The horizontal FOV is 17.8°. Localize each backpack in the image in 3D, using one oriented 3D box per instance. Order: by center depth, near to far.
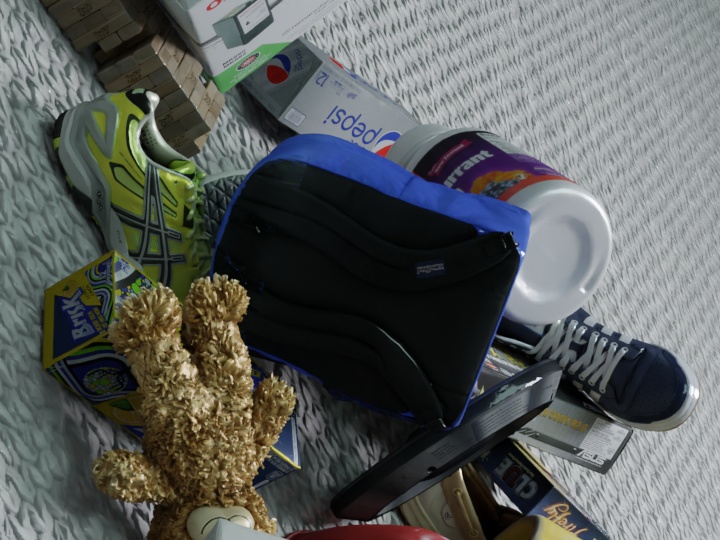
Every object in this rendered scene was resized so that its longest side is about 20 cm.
[{"bbox_3d":[0.000,0.000,1.587,0.199,0.163,0.168,20,14,0],"label":"backpack"}]

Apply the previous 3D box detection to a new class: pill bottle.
[{"bbox_3d":[0.095,-0.044,1.751,0.111,0.111,0.200,46,-5,-34],"label":"pill bottle"}]

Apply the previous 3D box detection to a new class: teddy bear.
[{"bbox_3d":[-0.100,0.101,1.436,0.145,0.067,0.201,11,84,-45],"label":"teddy bear"}]

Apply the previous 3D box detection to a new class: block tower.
[{"bbox_3d":[-0.175,-0.175,1.693,0.200,0.054,0.058,55,24,-20],"label":"block tower"}]

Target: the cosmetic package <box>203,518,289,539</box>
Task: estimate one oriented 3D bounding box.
[{"bbox_3d":[-0.019,0.237,1.400,0.199,0.108,0.085,21,48,-16],"label":"cosmetic package"}]

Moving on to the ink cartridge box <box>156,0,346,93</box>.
[{"bbox_3d":[-0.086,-0.231,1.721,0.084,0.146,0.200,52,-5,12],"label":"ink cartridge box"}]

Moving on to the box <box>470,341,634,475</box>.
[{"bbox_3d":[0.108,0.084,1.878,0.199,0.048,0.158,24,14,-37],"label":"box"}]

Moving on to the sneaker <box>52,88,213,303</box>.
[{"bbox_3d":[-0.137,-0.032,1.592,0.201,0.076,0.075,60,21,-12],"label":"sneaker"}]

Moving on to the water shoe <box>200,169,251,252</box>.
[{"bbox_3d":[-0.073,-0.043,1.759,0.199,0.079,0.072,-4,95,-40],"label":"water shoe"}]

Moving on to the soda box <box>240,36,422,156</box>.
[{"bbox_3d":[-0.015,-0.134,1.949,0.068,0.064,0.200,45,9,36],"label":"soda box"}]

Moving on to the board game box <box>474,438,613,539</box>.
[{"bbox_3d":[0.134,0.170,1.886,0.135,0.035,0.200,44,2,-37],"label":"board game box"}]

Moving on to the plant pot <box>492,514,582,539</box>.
[{"bbox_3d":[0.160,0.294,1.744,0.189,0.201,0.201,43,26,-5],"label":"plant pot"}]

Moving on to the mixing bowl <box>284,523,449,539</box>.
[{"bbox_3d":[0.033,0.256,1.603,0.200,0.108,0.201,45,29,-34],"label":"mixing bowl"}]

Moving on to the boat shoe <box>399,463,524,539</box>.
[{"bbox_3d":[0.106,0.221,1.841,0.200,0.069,0.074,49,27,-29],"label":"boat shoe"}]

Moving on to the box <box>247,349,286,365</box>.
[{"bbox_3d":[0.013,0.027,1.759,0.200,0.159,0.045,-54,158,-64],"label":"box"}]

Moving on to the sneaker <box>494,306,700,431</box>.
[{"bbox_3d":[0.177,0.062,1.846,0.108,0.070,0.200,29,2,-42],"label":"sneaker"}]

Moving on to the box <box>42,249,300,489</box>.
[{"bbox_3d":[-0.123,0.074,1.523,0.200,0.064,0.070,41,32,-41],"label":"box"}]

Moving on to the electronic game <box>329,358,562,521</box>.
[{"bbox_3d":[0.063,0.125,1.688,0.042,0.200,0.200,57,22,8],"label":"electronic game"}]
